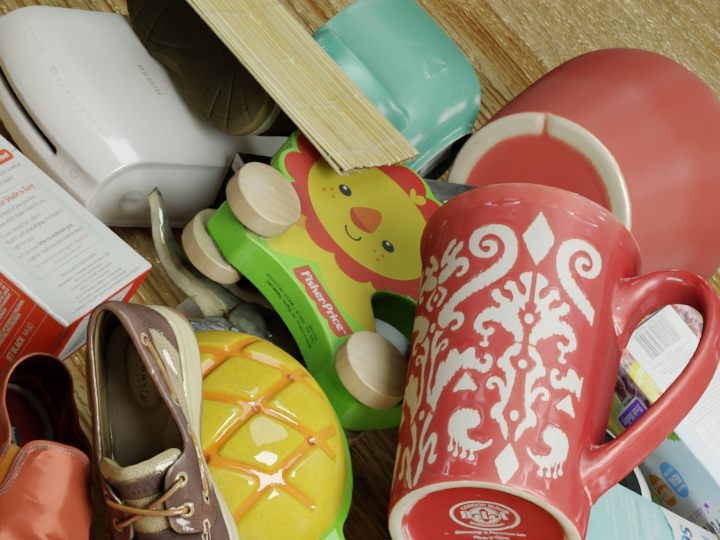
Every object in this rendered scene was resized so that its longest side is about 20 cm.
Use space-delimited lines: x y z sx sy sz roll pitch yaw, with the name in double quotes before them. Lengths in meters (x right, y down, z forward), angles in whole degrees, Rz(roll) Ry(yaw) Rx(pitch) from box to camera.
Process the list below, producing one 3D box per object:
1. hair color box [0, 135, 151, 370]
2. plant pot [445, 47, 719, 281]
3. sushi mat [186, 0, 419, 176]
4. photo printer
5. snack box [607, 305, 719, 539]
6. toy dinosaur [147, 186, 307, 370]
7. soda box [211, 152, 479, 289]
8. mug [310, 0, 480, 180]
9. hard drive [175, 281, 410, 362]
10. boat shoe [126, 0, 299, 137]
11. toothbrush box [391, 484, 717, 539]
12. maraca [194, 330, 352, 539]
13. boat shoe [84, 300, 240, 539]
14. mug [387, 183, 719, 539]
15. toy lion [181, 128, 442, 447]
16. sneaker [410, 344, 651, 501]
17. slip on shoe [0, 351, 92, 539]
"hair color box" -0.234 -0.029 1.490 0.200 0.064 0.111 42 29 5
"plant pot" 0.157 -0.051 1.810 0.200 0.201 0.177 44 24 13
"sushi mat" -0.049 -0.135 1.616 0.200 0.012 0.096 49 26 17
"photo printer" -0.150 -0.101 1.684 0.200 0.070 0.167 1 44 -48
"snack box" 0.229 0.130 1.649 0.200 0.068 0.169 50 -14 9
"toy dinosaur" -0.075 0.045 1.538 0.200 0.047 0.088 41 50 -3
"soda box" 0.003 -0.023 1.677 0.199 0.063 0.071 6 33 -33
"mug" 0.003 -0.104 1.777 0.114 0.152 0.185 48 34 8
"hard drive" -0.032 0.038 1.659 0.132 0.026 0.200 40 29 4
"boat shoe" -0.094 -0.153 1.686 0.066 0.072 0.201 24 24 -47
"toothbrush box" 0.122 0.190 1.542 0.199 0.085 0.147 27 30 -17
"maraca" -0.065 0.120 1.416 0.137 0.107 0.201 -10 62 -21
"boat shoe" -0.112 0.112 1.337 0.072 0.072 0.201 25 56 -68
"mug" 0.098 0.061 1.424 0.133 0.177 0.201 38 45 -28
"toy lion" 0.000 0.000 1.559 0.191 0.069 0.200 -12 64 -49
"sneaker" 0.097 0.097 1.642 0.200 0.073 0.112 47 9 35
"slip on shoe" -0.172 0.119 1.341 0.074 0.061 0.200 23 33 -28
